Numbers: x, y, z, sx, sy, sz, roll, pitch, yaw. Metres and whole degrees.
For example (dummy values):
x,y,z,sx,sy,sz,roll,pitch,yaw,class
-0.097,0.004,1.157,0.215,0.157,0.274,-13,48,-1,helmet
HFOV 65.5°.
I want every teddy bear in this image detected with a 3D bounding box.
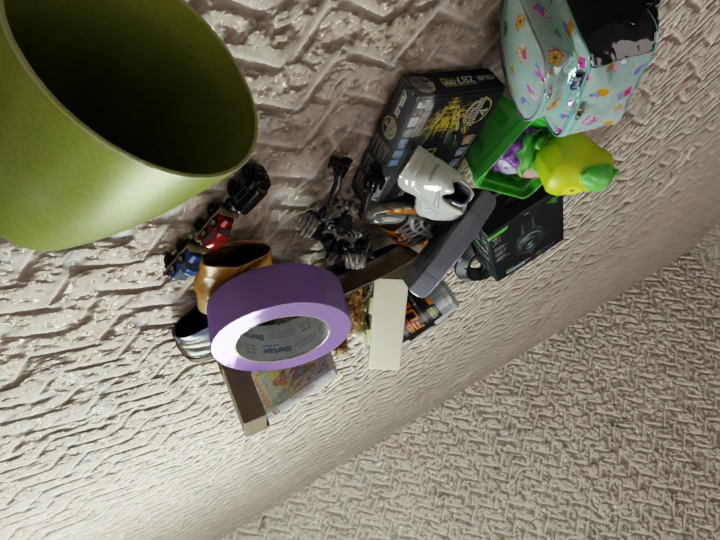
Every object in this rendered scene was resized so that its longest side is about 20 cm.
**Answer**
x,y,z,sx,sy,sz,roll,pitch,yaw,class
-0.017,0.089,1.080,0.066,0.145,0.200,11,144,3,teddy bear

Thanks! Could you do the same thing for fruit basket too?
x,y,z,sx,sy,sz,roll,pitch,yaw,class
0.278,-0.166,0.860,0.215,0.216,0.156,0,140,-51,fruit basket

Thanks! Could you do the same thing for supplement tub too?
x,y,z,sx,sy,sz,roll,pitch,yaw,class
0.099,0.083,1.194,0.200,0.123,0.123,-36,156,5,supplement tub

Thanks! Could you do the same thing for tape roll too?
x,y,z,sx,sy,sz,roll,pitch,yaw,class
-0.116,0.072,0.804,0.199,0.066,0.200,-11,148,-7,tape roll

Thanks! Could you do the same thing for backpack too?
x,y,z,sx,sy,sz,roll,pitch,yaw,class
0.257,-0.264,0.688,0.153,0.176,0.200,-20,156,10,backpack

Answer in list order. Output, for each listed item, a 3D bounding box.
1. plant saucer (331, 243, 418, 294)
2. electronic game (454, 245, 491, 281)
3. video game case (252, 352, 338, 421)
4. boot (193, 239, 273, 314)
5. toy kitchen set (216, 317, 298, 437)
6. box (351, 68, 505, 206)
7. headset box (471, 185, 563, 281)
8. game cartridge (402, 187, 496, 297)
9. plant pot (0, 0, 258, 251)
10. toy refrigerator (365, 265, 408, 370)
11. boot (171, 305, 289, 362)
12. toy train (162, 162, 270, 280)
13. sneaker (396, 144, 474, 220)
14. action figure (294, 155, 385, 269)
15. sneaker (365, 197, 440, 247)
x,y,z,sx,sy,sz,roll,pitch,yaw,class
0.000,0.000,0.940,0.200,0.032,0.200,-25,-174,3,plant saucer
0.304,-0.046,1.301,0.199,0.042,0.200,-22,146,-16,electronic game
-0.136,0.194,1.071,0.182,0.200,0.023,-34,113,2,video game case
-0.140,0.006,0.814,0.200,0.071,0.144,-11,154,-29,boot
-0.142,0.176,0.999,0.199,0.181,0.163,-19,154,-19,toy kitchen set
0.090,-0.183,0.781,0.161,0.049,0.200,-14,151,-32,box
0.309,-0.099,1.119,0.174,0.093,0.200,-33,145,-1,headset box
0.144,-0.047,0.924,0.200,0.040,0.133,-54,-177,7,game cartridge
-0.215,-0.102,0.437,0.200,0.188,0.187,-31,160,33,plant pot
0.048,0.087,1.076,0.070,0.076,0.201,2,117,-1,toy refrigerator
-0.199,0.080,0.883,0.199,0.075,0.097,-27,158,-9,boot
-0.181,-0.051,0.695,0.200,0.046,0.034,-43,154,20,toy train
0.119,-0.103,0.786,0.075,0.087,0.200,-60,155,5,sneaker
-0.031,-0.061,0.783,0.102,0.119,0.200,-57,169,-42,action figure
0.071,-0.075,0.896,0.200,0.078,0.078,0,113,-51,sneaker
